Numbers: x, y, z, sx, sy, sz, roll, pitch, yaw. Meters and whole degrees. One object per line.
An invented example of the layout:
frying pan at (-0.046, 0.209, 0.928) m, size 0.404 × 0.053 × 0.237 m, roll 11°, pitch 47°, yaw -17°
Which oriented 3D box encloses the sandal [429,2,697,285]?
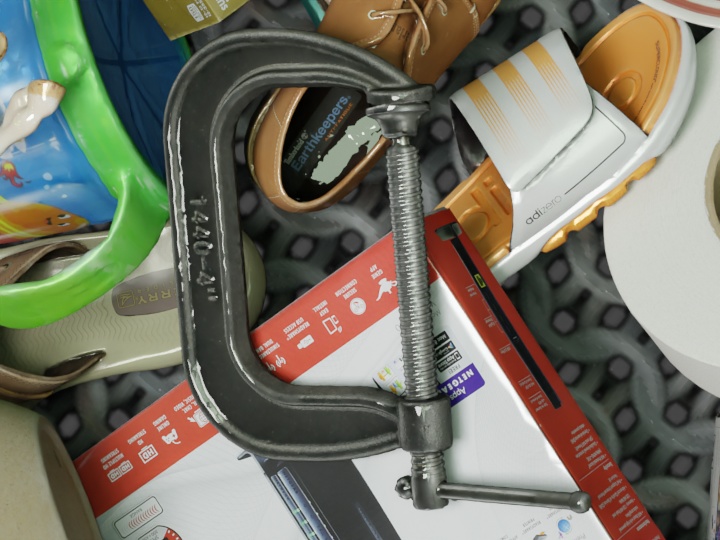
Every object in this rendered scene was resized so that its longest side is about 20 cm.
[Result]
sandal at (0.054, -0.039, 1.136) m, size 0.207 × 0.079 × 0.059 m, roll -46°, pitch 126°, yaw 4°

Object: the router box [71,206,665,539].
router box at (0.003, 0.103, 1.124) m, size 0.200 × 0.049 × 0.180 m, roll -36°, pitch 84°, yaw 24°

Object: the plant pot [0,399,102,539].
plant pot at (-0.175, 0.124, 1.100) m, size 0.134 × 0.200 × 0.201 m, roll -20°, pitch 86°, yaw 1°

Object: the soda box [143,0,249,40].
soda box at (-0.098, -0.193, 1.083) m, size 0.064 × 0.068 × 0.200 m, roll -37°, pitch 101°, yaw -19°

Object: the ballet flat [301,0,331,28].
ballet flat at (-0.023, -0.166, 1.169) m, size 0.067 × 0.068 × 0.200 m, roll -35°, pitch 95°, yaw -1°

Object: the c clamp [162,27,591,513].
c clamp at (0.000, 0.000, 1.070) m, size 0.170 × 0.027 × 0.201 m, roll -6°, pitch 98°, yaw 29°

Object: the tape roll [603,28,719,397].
tape roll at (0.194, -0.037, 1.093) m, size 0.202 × 0.037 × 0.203 m, roll -20°, pitch 47°, yaw 23°

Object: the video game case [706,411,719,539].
video game case at (0.156, 0.156, 1.075) m, size 0.036 × 0.181 × 0.201 m, roll 4°, pitch 87°, yaw 3°

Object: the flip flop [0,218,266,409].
flip flop at (-0.138, 0.025, 1.168) m, size 0.199 × 0.058 × 0.081 m, roll -14°, pitch 86°, yaw 7°

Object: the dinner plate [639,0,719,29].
dinner plate at (0.175, -0.193, 1.150) m, size 0.199 × 0.024 × 0.201 m, roll -4°, pitch 75°, yaw 17°

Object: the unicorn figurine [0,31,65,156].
unicorn figurine at (-0.177, -0.085, 1.061) m, size 0.137 × 0.074 × 0.201 m, roll -15°, pitch 48°, yaw 39°

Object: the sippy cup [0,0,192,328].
sippy cup at (-0.148, -0.069, 1.145) m, size 0.130 × 0.178 × 0.140 m, roll -18°, pitch 114°, yaw 15°

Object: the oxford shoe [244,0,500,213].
oxford shoe at (0.021, -0.107, 1.103) m, size 0.071 × 0.071 × 0.201 m, roll 27°, pitch 97°, yaw -10°
